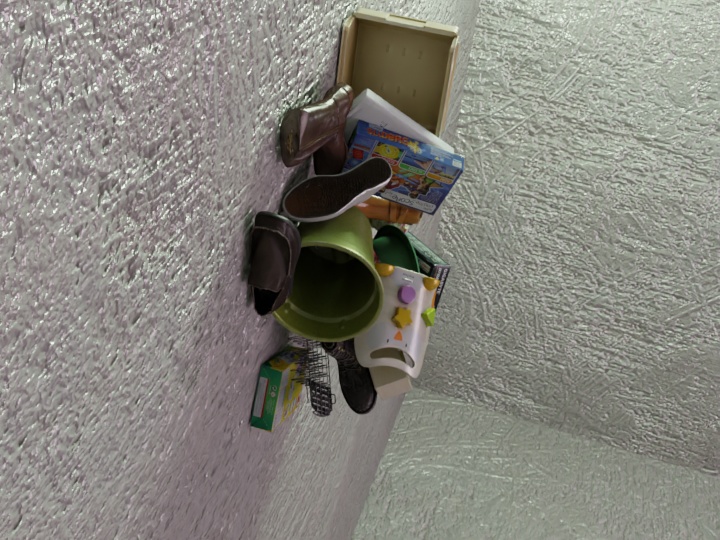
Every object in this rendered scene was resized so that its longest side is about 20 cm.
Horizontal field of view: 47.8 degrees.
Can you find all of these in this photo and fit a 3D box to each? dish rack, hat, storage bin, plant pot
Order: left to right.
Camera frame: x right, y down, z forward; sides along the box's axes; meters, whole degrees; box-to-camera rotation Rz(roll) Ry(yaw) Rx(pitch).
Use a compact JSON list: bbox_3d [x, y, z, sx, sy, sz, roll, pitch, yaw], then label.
[{"bbox_3d":[-0.091,0.163,1.471,0.153,0.054,0.203,44,38,-70],"label":"dish rack"},{"bbox_3d":[-0.051,-0.017,1.373,0.185,0.197,0.203,-80,177,-53],"label":"plant pot"},{"bbox_3d":[0.000,0.000,1.588,0.165,0.174,0.203,-20,-95,57],"label":"hat"},{"bbox_3d":[0.064,-0.341,1.445,0.094,0.197,0.201,-62,163,-57],"label":"storage bin"}]

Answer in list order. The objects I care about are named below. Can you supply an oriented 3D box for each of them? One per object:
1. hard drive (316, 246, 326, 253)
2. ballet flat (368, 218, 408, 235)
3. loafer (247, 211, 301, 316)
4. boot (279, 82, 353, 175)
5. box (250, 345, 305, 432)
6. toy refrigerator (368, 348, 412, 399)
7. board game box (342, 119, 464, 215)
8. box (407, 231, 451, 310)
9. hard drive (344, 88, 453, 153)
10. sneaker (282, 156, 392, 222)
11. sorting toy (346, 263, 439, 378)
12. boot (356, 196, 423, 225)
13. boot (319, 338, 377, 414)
[{"bbox_3d":[-0.041,-0.152,1.586,0.141,0.037,0.202,89,17,-54],"label":"hard drive"},{"bbox_3d":[0.031,-0.141,1.694,0.075,0.201,0.064,-38,140,1],"label":"ballet flat"},{"bbox_3d":[-0.131,-0.002,1.209,0.202,0.072,0.072,93,14,-48],"label":"loafer"},{"bbox_3d":[-0.078,-0.191,1.291,0.200,0.063,0.189,-53,157,-56],"label":"boot"},{"bbox_3d":[-0.143,0.212,1.515,0.200,0.048,0.119,-21,123,-75],"label":"box"},{"bbox_3d":[0.039,0.131,1.537,0.076,0.069,0.202,64,8,-62],"label":"toy refrigerator"},{"bbox_3d":[0.065,-0.176,1.426,0.136,0.197,0.035,123,-19,-51],"label":"board game box"},{"bbox_3d":[0.092,0.015,1.681,0.045,0.200,0.161,2,116,-34],"label":"box"},{"bbox_3d":[0.047,-0.223,1.420,0.131,0.198,0.027,-33,-143,42],"label":"hard drive"},{"bbox_3d":[-0.042,-0.121,1.350,0.074,0.198,0.085,65,-22,7],"label":"sneaker"},{"bbox_3d":[0.061,0.095,1.464,0.107,0.197,0.183,-28,-129,59],"label":"sorting toy"},{"bbox_3d":[0.038,-0.123,1.519,0.200,0.152,0.075,-39,143,-73],"label":"boot"},{"bbox_3d":[-0.035,0.156,1.474,0.174,0.068,0.203,47,25,-70],"label":"boot"}]
